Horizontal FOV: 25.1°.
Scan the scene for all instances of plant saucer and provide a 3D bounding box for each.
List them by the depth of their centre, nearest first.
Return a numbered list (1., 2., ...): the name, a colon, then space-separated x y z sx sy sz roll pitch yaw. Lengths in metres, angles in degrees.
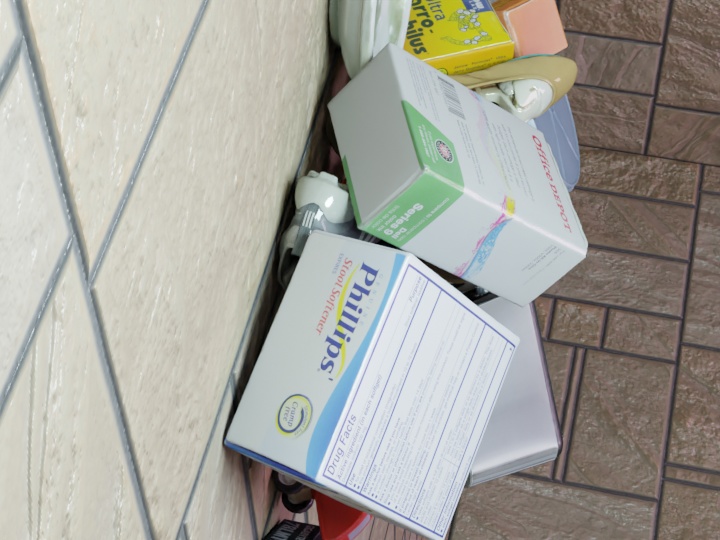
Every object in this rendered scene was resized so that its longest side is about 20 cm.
1. plant saucer: 0.009 -0.244 1.388 0.200 0.050 0.203 10 90 -81

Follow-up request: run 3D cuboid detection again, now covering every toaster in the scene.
1. toaster: 0.097 0.113 1.562 0.180 0.118 0.203 2 -74 63

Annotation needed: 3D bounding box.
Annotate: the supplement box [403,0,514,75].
1. supplement box: 0.078 -0.172 1.598 0.201 0.108 0.109 89 -18 -47

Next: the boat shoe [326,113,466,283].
1. boat shoe: 0.046 -0.079 1.458 0.072 0.201 0.066 -36 -165 18

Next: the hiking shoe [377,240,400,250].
1. hiking shoe: 0.000 0.000 1.474 0.200 0.086 0.075 -84 -166 -77

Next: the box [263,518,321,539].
1. box: -0.083 0.341 1.429 0.200 0.049 0.201 -25 124 -80

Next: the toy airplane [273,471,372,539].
1. toy airplane: 0.009 0.133 1.487 0.200 0.139 0.202 -58 156 -67

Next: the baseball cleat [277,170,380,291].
1. baseball cleat: -0.032 -0.025 1.363 0.107 0.069 0.200 -67 165 -3

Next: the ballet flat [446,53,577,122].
1. ballet flat: 0.119 -0.153 1.503 0.069 0.198 0.063 96 -23 -46

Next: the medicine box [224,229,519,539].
1. medicine box: 0.015 0.094 1.282 0.200 0.102 0.184 35 74 -50

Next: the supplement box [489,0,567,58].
1. supplement box: 0.124 -0.249 1.668 0.068 0.199 0.067 -31 113 -25

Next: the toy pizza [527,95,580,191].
1. toy pizza: 0.193 -0.181 1.772 0.200 0.031 0.202 50 32 -47

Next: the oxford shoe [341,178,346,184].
1. oxford shoe: 0.054 -0.090 1.540 0.072 0.198 0.073 59 -18 13

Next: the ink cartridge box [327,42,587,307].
1. ink cartridge box: 0.081 -0.075 1.336 0.087 0.199 0.146 -42 -136 30
